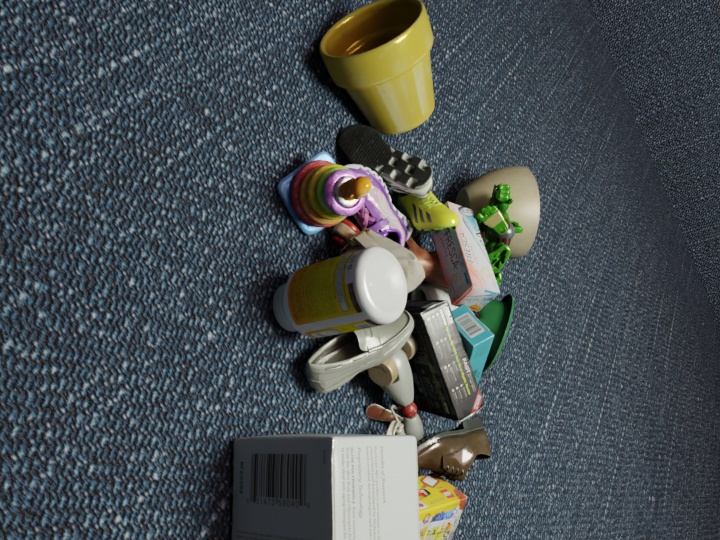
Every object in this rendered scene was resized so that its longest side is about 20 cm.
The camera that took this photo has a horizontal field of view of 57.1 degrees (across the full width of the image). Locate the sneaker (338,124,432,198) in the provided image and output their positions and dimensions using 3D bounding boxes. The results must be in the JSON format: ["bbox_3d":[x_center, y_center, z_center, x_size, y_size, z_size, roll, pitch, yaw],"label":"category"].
[{"bbox_3d":[0.043,-0.188,1.198,0.074,0.199,0.089,-50,160,-9],"label":"sneaker"}]

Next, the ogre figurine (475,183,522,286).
[{"bbox_3d":[0.269,-0.075,1.302,0.120,0.097,0.202,-57,131,-68],"label":"ogre figurine"}]

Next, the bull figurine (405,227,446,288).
[{"bbox_3d":[0.157,-0.006,1.271,0.198,0.065,0.122,21,33,-26],"label":"bull figurine"}]

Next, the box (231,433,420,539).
[{"bbox_3d":[-0.046,0.319,0.874,0.170,0.198,0.203,13,71,-47],"label":"box"}]

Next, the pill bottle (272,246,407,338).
[{"bbox_3d":[-0.036,0.038,0.971,0.109,0.199,0.111,18,65,-45],"label":"pill bottle"}]

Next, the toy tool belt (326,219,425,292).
[{"bbox_3d":[0.000,0.000,1.074,0.123,0.199,0.125,-52,142,-11],"label":"toy tool belt"}]

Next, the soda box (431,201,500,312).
[{"bbox_3d":[0.187,-0.027,1.208,0.068,0.064,0.202,15,47,-30],"label":"soda box"}]

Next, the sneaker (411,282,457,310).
[{"bbox_3d":[0.156,0.117,1.282,0.115,0.073,0.202,-8,75,-49],"label":"sneaker"}]

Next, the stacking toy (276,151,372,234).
[{"bbox_3d":[-0.033,-0.121,1.016,0.116,0.199,0.110,-39,109,-20],"label":"stacking toy"}]

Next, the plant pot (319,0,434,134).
[{"bbox_3d":[0.050,-0.366,1.220,0.190,0.199,0.202,61,39,-41],"label":"plant pot"}]

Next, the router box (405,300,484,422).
[{"bbox_3d":[0.123,0.153,1.158,0.062,0.149,0.202,-23,97,-25],"label":"router box"}]

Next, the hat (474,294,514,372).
[{"bbox_3d":[0.204,0.087,1.364,0.174,0.166,0.201,24,54,-2],"label":"hat"}]

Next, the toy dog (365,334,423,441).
[{"bbox_3d":[0.046,0.202,1.127,0.131,0.095,0.203,-8,99,-53],"label":"toy dog"}]

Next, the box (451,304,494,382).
[{"bbox_3d":[0.177,0.159,1.190,0.049,0.201,0.082,-23,52,-25],"label":"box"}]

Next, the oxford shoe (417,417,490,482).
[{"bbox_3d":[0.137,0.304,1.073,0.198,0.073,0.085,-10,66,-29],"label":"oxford shoe"}]

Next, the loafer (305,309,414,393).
[{"bbox_3d":[0.002,0.116,1.035,0.199,0.070,0.070,-33,140,-22],"label":"loafer"}]

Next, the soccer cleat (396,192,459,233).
[{"bbox_3d":[0.119,-0.121,1.223,0.064,0.200,0.085,-5,106,-20],"label":"soccer cleat"}]

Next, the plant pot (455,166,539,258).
[{"bbox_3d":[0.281,-0.127,1.432,0.133,0.200,0.203,1,75,-14],"label":"plant pot"}]

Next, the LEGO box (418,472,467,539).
[{"bbox_3d":[0.061,0.410,1.020,0.199,0.077,0.151,6,105,-49],"label":"LEGO box"}]

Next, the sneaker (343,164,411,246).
[{"bbox_3d":[0.022,-0.097,1.163,0.200,0.080,0.089,48,32,-30],"label":"sneaker"}]
